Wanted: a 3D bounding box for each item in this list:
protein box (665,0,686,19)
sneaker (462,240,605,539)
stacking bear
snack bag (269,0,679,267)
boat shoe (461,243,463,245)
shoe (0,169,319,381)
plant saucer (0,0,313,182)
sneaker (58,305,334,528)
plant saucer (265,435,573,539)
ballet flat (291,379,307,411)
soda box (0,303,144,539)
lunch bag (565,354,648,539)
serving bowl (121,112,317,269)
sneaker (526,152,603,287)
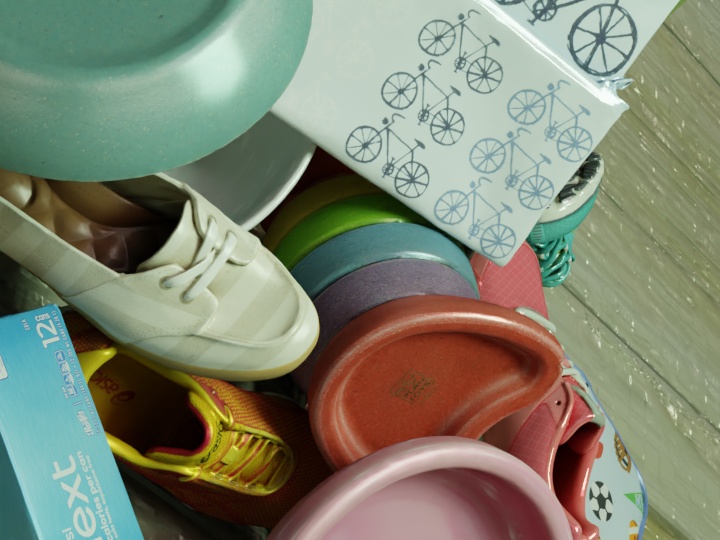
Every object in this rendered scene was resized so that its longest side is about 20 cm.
[{"bbox_3d":[0.045,-0.172,1.168,0.198,0.200,0.135,-8,77,-19],"label":"protein box"},{"bbox_3d":[0.095,0.068,1.194,0.074,0.087,0.201,21,61,-45],"label":"sneaker"},{"bbox_3d":[0.000,0.000,1.131,0.114,0.121,0.200,29,24,-37],"label":"stacking bear"},{"bbox_3d":[0.060,-0.123,1.045,0.188,0.200,0.021,34,7,-31],"label":"snack bag"},{"bbox_3d":[0.020,-0.064,1.300,0.200,0.072,0.072,49,36,-27],"label":"boat shoe"},{"bbox_3d":[-0.108,-0.013,0.987,0.199,0.053,0.070,28,70,-3],"label":"shoe"},{"bbox_3d":[-0.117,-0.130,0.954,0.199,0.036,0.201,4,58,-7],"label":"plant saucer"},{"bbox_3d":[-0.074,0.084,1.065,0.200,0.077,0.073,27,95,-37],"label":"sneaker"},{"bbox_3d":[0.013,0.170,1.068,0.200,0.051,0.201,-13,113,-33],"label":"plant saucer"},{"bbox_3d":[-0.002,0.057,1.197,0.076,0.064,0.201,24,49,-48],"label":"ballet flat"},{"bbox_3d":[-0.139,0.122,0.970,0.064,0.068,0.201,-16,85,-56],"label":"soda box"},{"bbox_3d":[0.080,0.118,1.284,0.200,0.075,0.161,50,42,-25],"label":"lunch bag"},{"bbox_3d":[-0.117,-0.090,1.068,0.199,0.066,0.201,3,75,-12],"label":"serving bowl"},{"bbox_3d":[0.111,-0.029,1.361,0.200,0.077,0.080,-59,138,-87],"label":"sneaker"}]
